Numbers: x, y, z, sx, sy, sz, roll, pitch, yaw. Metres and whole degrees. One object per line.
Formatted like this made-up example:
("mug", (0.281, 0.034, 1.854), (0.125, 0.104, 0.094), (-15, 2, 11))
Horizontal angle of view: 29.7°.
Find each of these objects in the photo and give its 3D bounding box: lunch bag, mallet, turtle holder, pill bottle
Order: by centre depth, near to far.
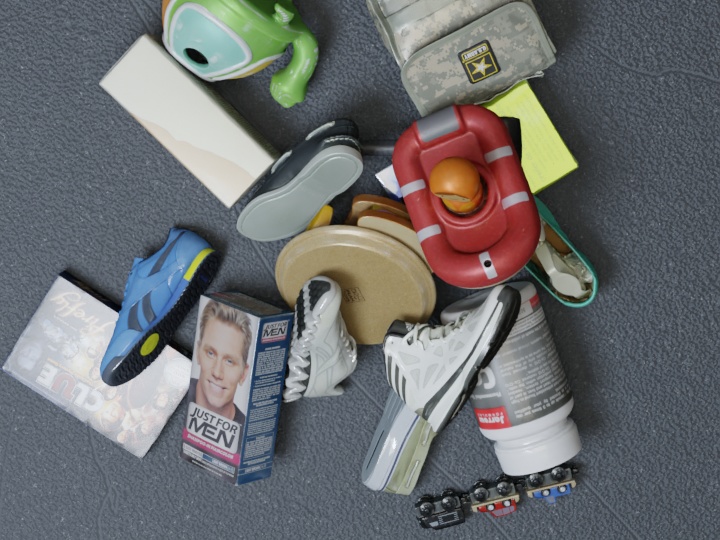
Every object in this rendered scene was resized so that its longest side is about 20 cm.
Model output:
("lunch bag", (0.104, -0.275, 1.482), (0.164, 0.118, 0.200), (-26, 93, 8))
("turtle holder", (-0.134, -0.274, 1.496), (0.185, 0.141, 0.132), (25, 119, -41))
("mallet", (0.081, -0.146, 1.502), (0.200, 0.041, 0.066), (7, 95, 8))
("pill bottle", (0.174, 0.123, 1.541), (0.114, 0.114, 0.200), (-19, 97, 4))

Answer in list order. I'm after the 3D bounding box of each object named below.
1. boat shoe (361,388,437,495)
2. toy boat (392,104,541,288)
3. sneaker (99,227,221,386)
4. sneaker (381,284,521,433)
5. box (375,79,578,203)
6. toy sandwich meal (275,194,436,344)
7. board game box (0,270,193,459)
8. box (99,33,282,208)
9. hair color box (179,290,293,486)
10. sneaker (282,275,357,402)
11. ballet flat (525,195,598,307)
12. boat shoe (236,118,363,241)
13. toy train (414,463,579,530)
("boat shoe", (0.064, 0.170, 1.582), (0.062, 0.072, 0.200), (19, 107, -18))
("toy boat", (0.105, -0.081, 1.404), (0.130, 0.131, 0.200), (-22, 77, 11))
("sneaker", (-0.244, 0.039, 1.549), (0.078, 0.066, 0.200), (30, 75, 17))
("sneaker", (0.085, 0.074, 1.461), (0.115, 0.076, 0.201), (36, 123, 13))
("box", (0.131, -0.116, 1.541), (0.200, 0.048, 0.122), (-32, 95, 7))
("toy sandwich meal", (0.000, 0.000, 1.533), (0.205, 0.070, 0.205), (8, 136, 8))
("board game box", (-0.301, 0.111, 1.592), (0.200, 0.035, 0.136), (33, 98, -3))
("box", (-0.188, -0.169, 1.521), (0.200, 0.095, 0.078), (44, 97, -3))
("hair color box", (-0.143, 0.133, 1.548), (0.100, 0.060, 0.200), (18, 105, 37))
("sneaker", (-0.040, 0.078, 1.529), (0.081, 0.075, 0.200), (7, 141, -8))
("ballet flat", (0.200, -0.028, 1.510), (0.067, 0.070, 0.200), (-43, 115, 13))
("boat shoe", (-0.066, -0.099, 1.521), (0.076, 0.060, 0.200), (30, 136, -34))
("toy train", (0.163, 0.269, 1.602), (0.200, 0.034, 0.046), (-16, 101, 4))
